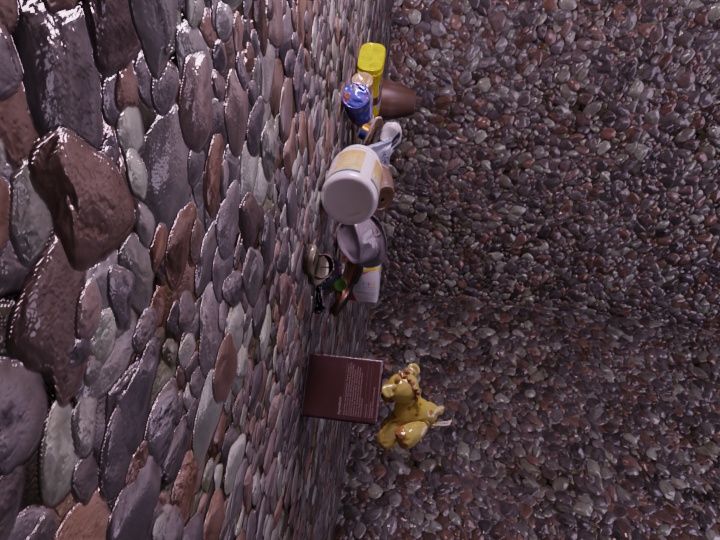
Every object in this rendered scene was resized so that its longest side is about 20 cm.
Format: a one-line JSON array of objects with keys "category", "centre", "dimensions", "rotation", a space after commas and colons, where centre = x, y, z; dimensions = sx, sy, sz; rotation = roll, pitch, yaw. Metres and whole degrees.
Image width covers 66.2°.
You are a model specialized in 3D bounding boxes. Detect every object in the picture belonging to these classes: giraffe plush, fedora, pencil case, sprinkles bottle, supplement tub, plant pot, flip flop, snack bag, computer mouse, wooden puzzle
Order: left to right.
[{"category": "flip flop", "centre": [-0.092, -0.012, 1.298], "dimensions": [0.200, 0.057, 0.082], "rotation": [77, 19, -76]}, {"category": "computer mouse", "centre": [-0.088, 0.041, 1.499], "dimensions": [0.200, 0.045, 0.142], "rotation": [-61, 155, -79]}, {"category": "supplement tub", "centre": [-0.017, -0.226, 1.422], "dimensions": [0.201, 0.143, 0.146], "rotation": [-77, 172, -53]}, {"category": "fedora", "centre": [-0.011, -0.092, 1.739], "dimensions": [0.090, 0.175, 0.202], "rotation": [-27, 110, -51]}, {"category": "pencil case", "centre": [-0.005, -0.490, 1.623], "dimensions": [0.087, 0.078, 0.200], "rotation": [-55, 178, 4]}, {"category": "wooden puzzle", "centre": [0.007, -0.419, 1.855], "dimensions": [0.201, 0.046, 0.185], "rotation": [-59, 177, 5]}, {"category": "sprinkles bottle", "centre": [0.008, -0.550, 1.800], "dimensions": [0.200, 0.067, 0.069], "rotation": [85, 12, -66]}, {"category": "snack bag", "centre": [0.022, -0.325, 1.807], "dimensions": [0.187, 0.021, 0.202], "rotation": [-25, 137, -30]}, {"category": "plant pot", "centre": [0.043, -0.249, 1.800], "dimensions": [0.200, 0.093, 0.202], "rotation": [-27, 139, -27]}, {"category": "plant pot", "centre": [0.132, -0.713, 2.319], "dimensions": [0.187, 0.198, 0.189], "rotation": [7, 90, -85]}, {"category": "giraffe plush", "centre": [0.111, 0.337, 1.404], "dimensions": [0.163, 0.199, 0.173], "rotation": [62, 25, -7]}]

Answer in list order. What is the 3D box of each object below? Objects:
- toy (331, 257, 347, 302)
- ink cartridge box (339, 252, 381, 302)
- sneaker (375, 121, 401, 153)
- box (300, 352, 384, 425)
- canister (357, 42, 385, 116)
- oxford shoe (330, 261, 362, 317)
[{"category": "toy", "centre": [-0.069, 0.025, 1.678], "dimensions": [0.200, 0.047, 0.116], "rotation": [-120, -139, -79]}, {"category": "ink cartridge box", "centre": [0.000, 0.000, 1.942], "dimensions": [0.145, 0.144, 0.202], "rotation": [-30, 126, -84]}, {"category": "sneaker", "centre": [0.069, -0.398, 1.864], "dimensions": [0.199, 0.079, 0.130], "rotation": [-46, -163, 50]}, {"category": "box", "centre": [-0.042, 0.317, 1.486], "dimensions": [0.166, 0.198, 0.166], "rotation": [77, 19, -77]}, {"category": "canister", "centre": [0.035, -0.651, 1.905], "dimensions": [0.201, 0.086, 0.150], "rotation": [92, 6, -57]}, {"category": "oxford shoe", "centre": [-0.060, 0.059, 1.825], "dimensions": [0.071, 0.071, 0.201], "rotation": [100, 14, -66]}]
